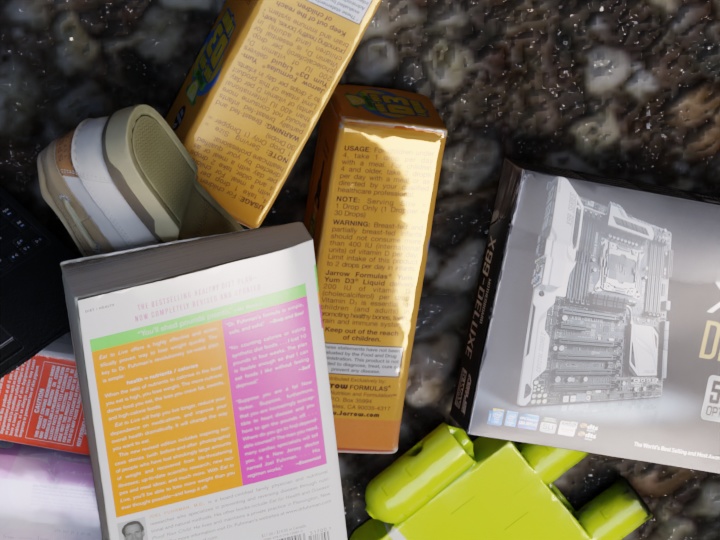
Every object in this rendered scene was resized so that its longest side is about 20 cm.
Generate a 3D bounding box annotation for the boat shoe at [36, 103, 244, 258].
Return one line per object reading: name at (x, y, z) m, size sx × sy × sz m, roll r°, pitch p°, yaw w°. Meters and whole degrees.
boat shoe at (-0.105, -0.003, 1.623) m, size 0.068 × 0.075 × 0.200 m, roll -13°, pitch 121°, yaw 26°

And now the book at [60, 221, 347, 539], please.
book at (-0.080, 0.081, 1.593) m, size 0.133 × 0.048 × 0.200 m, roll -11°, pitch 117°, yaw -12°

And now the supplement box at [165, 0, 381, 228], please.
supplement box at (-0.043, -0.128, 1.635) m, size 0.069 × 0.067 × 0.200 m, roll 22°, pitch 106°, yaw -17°

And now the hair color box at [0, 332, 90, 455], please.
hair color box at (-0.222, 0.040, 1.649) m, size 0.200 × 0.111 × 0.064 m, roll 12°, pitch 113°, yaw -13°

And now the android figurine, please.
android figurine at (0.073, 0.176, 1.795) m, size 0.200 × 0.041 × 0.182 m, roll -37°, pitch 114°, yaw 4°

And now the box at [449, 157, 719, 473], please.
box at (0.166, 0.030, 1.729) m, size 0.200 × 0.050 × 0.158 m, roll 10°, pitch 98°, yaw -13°

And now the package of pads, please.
package of pads at (-0.201, 0.115, 1.678) m, size 0.200 × 0.121 × 0.076 m, roll 7°, pitch 111°, yaw -12°

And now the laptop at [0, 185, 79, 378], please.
laptop at (-0.238, -0.042, 1.564) m, size 0.200 × 0.177 × 0.103 m, roll 42°, pitch 134°, yaw 11°

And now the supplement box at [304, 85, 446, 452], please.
supplement box at (0.000, 0.000, 1.686) m, size 0.069 × 0.067 × 0.200 m, roll 3°, pitch 112°, yaw -11°
